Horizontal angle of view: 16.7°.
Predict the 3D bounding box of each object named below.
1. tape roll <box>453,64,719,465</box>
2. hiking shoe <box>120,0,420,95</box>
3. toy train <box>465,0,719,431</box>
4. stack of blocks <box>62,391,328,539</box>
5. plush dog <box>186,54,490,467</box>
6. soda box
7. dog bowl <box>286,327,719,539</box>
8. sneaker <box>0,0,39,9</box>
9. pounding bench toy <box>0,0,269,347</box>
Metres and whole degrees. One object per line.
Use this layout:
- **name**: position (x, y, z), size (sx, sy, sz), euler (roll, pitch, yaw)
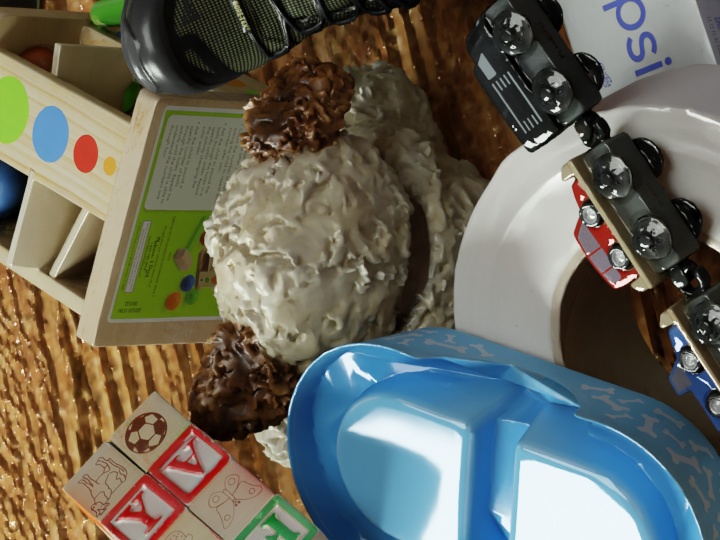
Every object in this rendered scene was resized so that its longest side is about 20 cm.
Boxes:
- **tape roll**: position (0.139, 0.022, 0.997), size (0.202, 0.071, 0.204), euler (13, 114, 30)
- **hiking shoe**: position (-0.014, -0.141, 1.074), size (0.101, 0.200, 0.076), euler (7, 128, 60)
- **toy train**: position (0.103, -0.017, 0.941), size (0.046, 0.034, 0.200), euler (-38, 84, 42)
- **stack of blocks**: position (-0.038, 0.150, 1.094), size (0.059, 0.200, 0.115), euler (-47, 52, -11)
- **plush dog**: position (0.000, 0.000, 1.097), size (0.160, 0.171, 0.201), euler (9, 90, 40)
- **soda box**: position (0.123, -0.136, 1.050), size (0.068, 0.063, 0.201), euler (-21, 86, 39)
- **dog bowl**: position (0.064, 0.087, 0.998), size (0.199, 0.050, 0.112), euler (19, 120, 31)
- **sneaker**: position (-0.247, -0.217, 1.398), size (0.139, 0.078, 0.201), euler (4, 87, 40)
- **pounding bench toy**: position (-0.110, -0.086, 1.220), size (0.156, 0.124, 0.201), euler (30, 111, 39)
